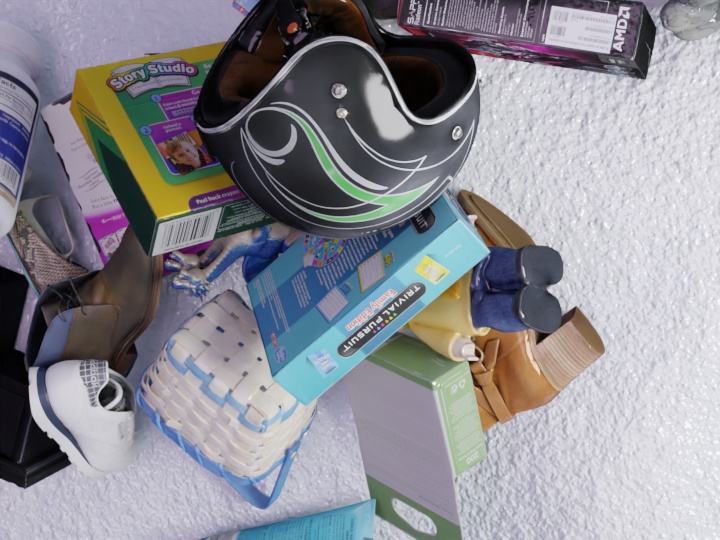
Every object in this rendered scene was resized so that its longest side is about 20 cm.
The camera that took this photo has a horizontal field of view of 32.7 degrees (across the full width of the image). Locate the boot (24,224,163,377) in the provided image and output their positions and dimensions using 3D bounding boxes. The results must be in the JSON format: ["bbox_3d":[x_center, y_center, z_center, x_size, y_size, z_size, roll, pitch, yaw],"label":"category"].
[{"bbox_3d":[-0.248,0.030,1.145,0.075,0.097,0.200,58,138,41],"label":"boot"}]

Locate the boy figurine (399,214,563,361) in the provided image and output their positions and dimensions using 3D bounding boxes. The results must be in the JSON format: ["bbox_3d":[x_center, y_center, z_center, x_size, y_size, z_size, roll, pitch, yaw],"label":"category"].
[{"bbox_3d":[0.078,0.014,1.043,0.200,0.064,0.125,-2,79,45],"label":"boy figurine"}]

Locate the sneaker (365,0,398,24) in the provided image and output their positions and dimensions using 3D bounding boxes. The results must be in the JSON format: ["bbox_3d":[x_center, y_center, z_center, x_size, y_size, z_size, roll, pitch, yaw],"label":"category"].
[{"bbox_3d":[0.041,-0.314,1.073,0.077,0.082,0.200,26,105,14],"label":"sneaker"}]

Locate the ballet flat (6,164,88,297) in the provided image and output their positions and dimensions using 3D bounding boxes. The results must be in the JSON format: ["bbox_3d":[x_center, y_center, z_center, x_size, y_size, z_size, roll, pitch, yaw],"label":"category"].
[{"bbox_3d":[-0.348,-0.062,1.264,0.075,0.068,0.200,-37,89,-1],"label":"ballet flat"}]

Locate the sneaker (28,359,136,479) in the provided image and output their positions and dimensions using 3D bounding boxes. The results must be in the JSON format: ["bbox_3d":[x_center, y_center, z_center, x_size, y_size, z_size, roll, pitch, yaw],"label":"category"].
[{"bbox_3d":[-0.250,0.145,1.197,0.080,0.200,0.077,-18,62,2],"label":"sneaker"}]

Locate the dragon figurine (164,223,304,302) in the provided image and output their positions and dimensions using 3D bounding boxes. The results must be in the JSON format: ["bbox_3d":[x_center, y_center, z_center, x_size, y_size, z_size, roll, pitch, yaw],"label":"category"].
[{"bbox_3d":[-0.086,-0.022,1.140,0.059,0.200,0.100,56,134,34],"label":"dragon figurine"}]

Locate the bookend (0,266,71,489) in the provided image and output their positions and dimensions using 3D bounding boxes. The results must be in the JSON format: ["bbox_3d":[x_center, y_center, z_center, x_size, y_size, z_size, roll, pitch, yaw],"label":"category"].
[{"bbox_3d":[-0.385,0.091,1.277,0.200,0.092,0.199,21,104,14],"label":"bookend"}]

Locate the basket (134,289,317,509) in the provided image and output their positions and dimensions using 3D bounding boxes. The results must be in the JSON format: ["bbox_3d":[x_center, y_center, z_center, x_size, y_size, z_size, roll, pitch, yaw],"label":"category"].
[{"bbox_3d":[-0.126,0.130,1.178,0.176,0.139,0.200,40,136,8],"label":"basket"}]

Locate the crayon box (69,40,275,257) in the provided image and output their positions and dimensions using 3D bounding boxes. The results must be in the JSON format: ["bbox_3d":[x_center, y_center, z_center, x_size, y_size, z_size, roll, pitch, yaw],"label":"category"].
[{"bbox_3d":[-0.128,-0.117,1.081,0.173,0.200,0.058,58,147,25],"label":"crayon box"}]

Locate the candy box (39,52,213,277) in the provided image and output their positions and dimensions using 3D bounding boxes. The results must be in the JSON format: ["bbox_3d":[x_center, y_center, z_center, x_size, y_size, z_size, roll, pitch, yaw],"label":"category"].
[{"bbox_3d":[-0.211,-0.094,1.205,0.136,0.061,0.200,-22,91,22],"label":"candy box"}]

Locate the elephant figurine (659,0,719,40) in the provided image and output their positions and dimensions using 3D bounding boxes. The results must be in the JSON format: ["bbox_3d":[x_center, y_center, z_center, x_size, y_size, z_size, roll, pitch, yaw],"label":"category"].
[{"bbox_3d":[0.265,-0.300,0.982,0.155,0.142,0.200,-17,75,-8],"label":"elephant figurine"}]

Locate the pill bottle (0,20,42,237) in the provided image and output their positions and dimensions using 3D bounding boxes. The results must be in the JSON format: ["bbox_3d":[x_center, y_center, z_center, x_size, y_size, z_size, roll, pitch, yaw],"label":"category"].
[{"bbox_3d":[-0.374,-0.138,1.188,0.116,0.116,0.200,-5,61,20],"label":"pill bottle"}]

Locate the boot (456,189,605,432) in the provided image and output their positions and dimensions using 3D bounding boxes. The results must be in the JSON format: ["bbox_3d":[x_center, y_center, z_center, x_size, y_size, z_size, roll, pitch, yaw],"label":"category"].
[{"bbox_3d":[0.106,0.042,1.117,0.155,0.077,0.200,-38,91,25],"label":"boot"}]

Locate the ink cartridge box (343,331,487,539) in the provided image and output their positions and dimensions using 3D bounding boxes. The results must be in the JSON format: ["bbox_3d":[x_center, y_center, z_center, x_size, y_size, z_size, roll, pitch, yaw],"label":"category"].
[{"bbox_3d":[0.052,0.157,1.123,0.145,0.048,0.200,20,131,50],"label":"ink cartridge box"}]

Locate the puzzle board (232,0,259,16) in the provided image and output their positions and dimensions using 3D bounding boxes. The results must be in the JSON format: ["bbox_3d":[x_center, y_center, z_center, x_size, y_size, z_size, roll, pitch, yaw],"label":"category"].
[{"bbox_3d":[-0.040,-0.302,1.098,0.151,0.017,0.200,43,113,44],"label":"puzzle board"}]

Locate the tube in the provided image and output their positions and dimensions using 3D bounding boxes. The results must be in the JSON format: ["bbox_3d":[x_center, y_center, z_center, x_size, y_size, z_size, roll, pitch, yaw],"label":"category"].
[{"bbox_3d":[-0.074,0.275,1.206,0.200,0.050,0.078,-15,59,27],"label":"tube"}]

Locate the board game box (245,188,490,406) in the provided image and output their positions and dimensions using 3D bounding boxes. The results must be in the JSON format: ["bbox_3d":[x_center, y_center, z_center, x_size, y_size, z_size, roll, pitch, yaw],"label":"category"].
[{"bbox_3d":[0.000,0.000,1.045,0.200,0.151,0.047,-40,122,10],"label":"board game box"}]

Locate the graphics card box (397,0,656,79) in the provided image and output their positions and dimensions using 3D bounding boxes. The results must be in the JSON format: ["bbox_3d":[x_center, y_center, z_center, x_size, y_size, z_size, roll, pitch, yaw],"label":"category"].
[{"bbox_3d":[0.142,-0.204,1.031,0.200,0.125,0.051,11,94,17],"label":"graphics card box"}]

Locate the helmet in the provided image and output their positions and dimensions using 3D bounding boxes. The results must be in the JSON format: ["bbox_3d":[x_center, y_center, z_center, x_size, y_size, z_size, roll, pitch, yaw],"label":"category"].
[{"bbox_3d":[-0.010,-0.120,0.965,0.191,0.200,0.200,35,112,-29],"label":"helmet"}]
